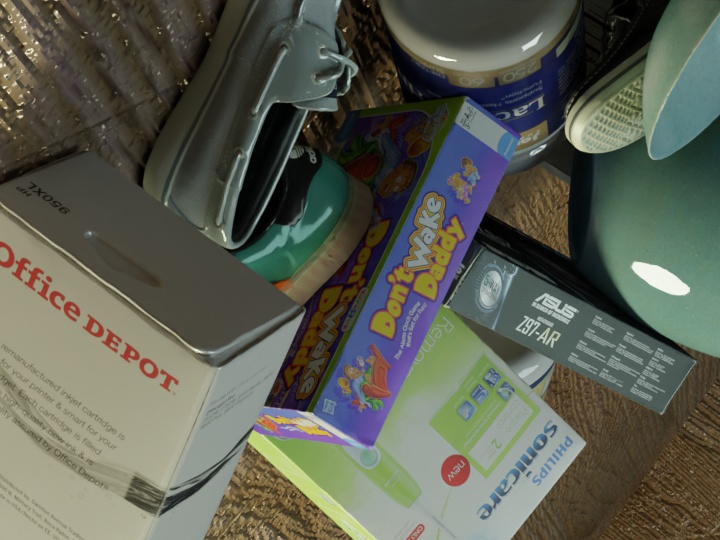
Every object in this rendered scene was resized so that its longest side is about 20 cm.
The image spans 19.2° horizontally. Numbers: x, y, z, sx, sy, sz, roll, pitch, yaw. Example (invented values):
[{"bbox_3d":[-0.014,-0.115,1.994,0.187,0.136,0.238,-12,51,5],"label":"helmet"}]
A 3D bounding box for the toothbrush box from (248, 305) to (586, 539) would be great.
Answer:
[{"bbox_3d":[0.024,0.100,1.400,0.146,0.200,0.086,-49,-161,-12],"label":"toothbrush box"}]

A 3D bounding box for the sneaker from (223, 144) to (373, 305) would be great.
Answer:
[{"bbox_3d":[-0.083,0.011,1.194,0.080,0.071,0.200,34,96,-35],"label":"sneaker"}]

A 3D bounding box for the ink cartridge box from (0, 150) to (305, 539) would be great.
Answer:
[{"bbox_3d":[-0.132,0.066,1.029,0.084,0.144,0.200,-32,153,-54],"label":"ink cartridge box"}]

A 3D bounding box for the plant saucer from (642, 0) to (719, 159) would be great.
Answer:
[{"bbox_3d":[0.209,-0.152,1.173,0.201,0.039,0.201,-45,165,-16],"label":"plant saucer"}]

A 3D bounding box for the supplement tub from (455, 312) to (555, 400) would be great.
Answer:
[{"bbox_3d":[0.068,0.076,1.581,0.144,0.144,0.200,-44,160,-29],"label":"supplement tub"}]

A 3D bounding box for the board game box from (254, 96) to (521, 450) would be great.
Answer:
[{"bbox_3d":[0.000,0.000,1.221,0.134,0.045,0.201,-1,-120,60],"label":"board game box"}]

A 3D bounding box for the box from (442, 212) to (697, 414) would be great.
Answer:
[{"bbox_3d":[0.099,0.007,1.367,0.200,0.160,0.044,27,100,-34],"label":"box"}]

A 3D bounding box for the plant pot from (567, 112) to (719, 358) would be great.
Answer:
[{"bbox_3d":[0.204,-0.044,1.339,0.200,0.134,0.201,-175,-90,-87],"label":"plant pot"}]

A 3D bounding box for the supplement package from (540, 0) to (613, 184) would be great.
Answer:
[{"bbox_3d":[0.207,-0.145,1.528,0.200,0.147,0.191,-57,163,4],"label":"supplement package"}]

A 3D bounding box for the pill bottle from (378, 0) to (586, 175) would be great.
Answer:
[{"bbox_3d":[0.076,-0.135,1.253,0.116,0.116,0.200,-51,162,-10],"label":"pill bottle"}]

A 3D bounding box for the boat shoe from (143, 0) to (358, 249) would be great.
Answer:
[{"bbox_3d":[-0.038,-0.102,1.088,0.201,0.071,0.070,-60,162,19],"label":"boat shoe"}]

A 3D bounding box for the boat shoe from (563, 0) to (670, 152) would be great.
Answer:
[{"bbox_3d":[0.172,-0.138,1.269,0.200,0.062,0.075,-46,158,-34],"label":"boat shoe"}]
